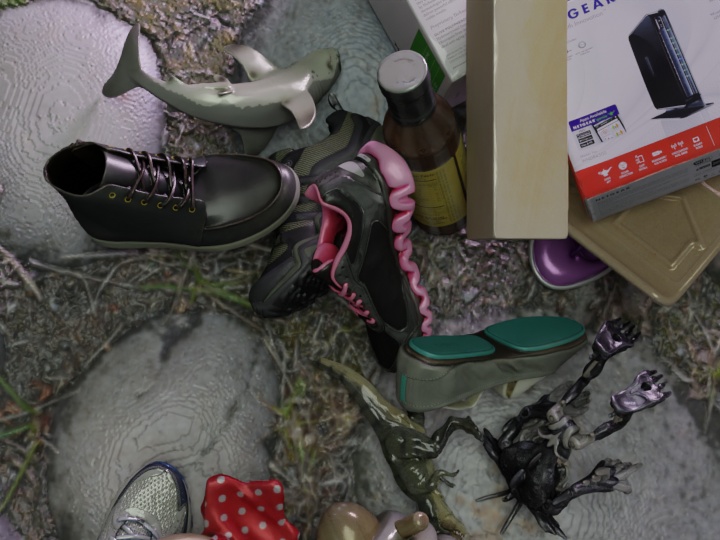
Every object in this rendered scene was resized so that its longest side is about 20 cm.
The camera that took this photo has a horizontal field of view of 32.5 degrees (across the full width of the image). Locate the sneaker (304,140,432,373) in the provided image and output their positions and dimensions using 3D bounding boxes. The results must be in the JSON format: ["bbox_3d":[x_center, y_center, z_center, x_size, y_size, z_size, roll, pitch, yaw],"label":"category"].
[{"bbox_3d":[0.000,0.000,1.010,0.095,0.079,0.203,-24,117,-29],"label":"sneaker"}]

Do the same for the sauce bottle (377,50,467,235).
[{"bbox_3d":[0.054,-0.104,1.012,0.064,0.201,0.066,-6,59,10],"label":"sauce bottle"}]

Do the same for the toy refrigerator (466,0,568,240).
[{"bbox_3d":[0.127,-0.126,0.990,0.069,0.076,0.204,0,90,-12],"label":"toy refrigerator"}]

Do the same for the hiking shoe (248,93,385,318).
[{"bbox_3d":[-0.046,-0.053,1.071,0.100,0.076,0.201,32,78,18],"label":"hiking shoe"}]

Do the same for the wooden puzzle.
[{"bbox_3d":[0.248,-0.087,1.057,0.185,0.046,0.200,40,77,21],"label":"wooden puzzle"}]

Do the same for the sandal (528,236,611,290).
[{"bbox_3d":[0.235,-0.059,1.095,0.201,0.050,0.083,-33,84,-8],"label":"sandal"}]

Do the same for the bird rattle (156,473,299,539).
[{"bbox_3d":[-0.119,0.264,0.964,0.161,0.112,0.204,-1,89,-35],"label":"bird rattle"}]

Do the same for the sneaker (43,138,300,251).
[{"bbox_3d":[-0.154,-0.065,1.010,0.197,0.106,0.076,-8,69,11],"label":"sneaker"}]

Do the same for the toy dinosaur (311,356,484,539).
[{"bbox_3d":[0.048,0.136,1.054,0.088,0.047,0.201,-34,82,-2],"label":"toy dinosaur"}]

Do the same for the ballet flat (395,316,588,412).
[{"bbox_3d":[0.109,0.081,1.042,0.198,0.067,0.065,-6,114,-35],"label":"ballet flat"}]

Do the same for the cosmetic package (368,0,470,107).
[{"bbox_3d":[0.057,-0.254,1.083,0.084,0.108,0.202,-29,83,-9],"label":"cosmetic package"}]

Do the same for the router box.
[{"bbox_3d":[0.252,-0.160,1.017,0.198,0.049,0.182,-21,65,11],"label":"router box"}]

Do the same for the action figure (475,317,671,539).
[{"bbox_3d":[0.179,0.140,1.026,0.101,0.201,0.120,-4,49,-41],"label":"action figure"}]

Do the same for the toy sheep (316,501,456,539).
[{"bbox_3d":[0.039,0.266,0.988,0.138,0.138,0.201,-40,92,-9],"label":"toy sheep"}]

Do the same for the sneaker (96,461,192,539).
[{"bbox_3d":[-0.193,0.252,0.995,0.076,0.085,0.202,23,79,-1],"label":"sneaker"}]

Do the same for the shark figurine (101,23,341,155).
[{"bbox_3d":[-0.116,-0.138,1.071,0.211,0.090,0.129,-1,47,-13],"label":"shark figurine"}]
